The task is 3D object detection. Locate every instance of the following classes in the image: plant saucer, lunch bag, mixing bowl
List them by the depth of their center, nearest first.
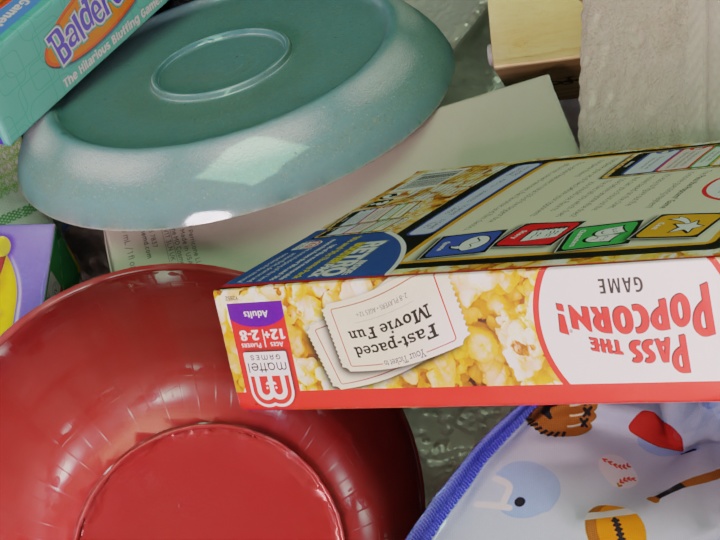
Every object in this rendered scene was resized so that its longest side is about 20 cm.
[{"bbox_3d":[0.084,0.126,0.681,0.123,0.171,0.200,28,63,20],"label":"lunch bag"},{"bbox_3d":[-0.060,0.098,0.700,0.198,0.108,0.202,0,90,-12],"label":"mixing bowl"},{"bbox_3d":[-0.058,-0.081,0.838,0.198,0.028,0.201,-13,29,7],"label":"plant saucer"}]

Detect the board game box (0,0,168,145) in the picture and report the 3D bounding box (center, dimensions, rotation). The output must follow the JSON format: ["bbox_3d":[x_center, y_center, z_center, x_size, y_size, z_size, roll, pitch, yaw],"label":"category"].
[{"bbox_3d":[-0.189,-0.135,0.896,0.199,0.045,0.152,14,48,34],"label":"board game box"}]

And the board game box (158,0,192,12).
[{"bbox_3d":[-0.126,-0.228,0.953,0.199,0.160,0.097,24,56,24],"label":"board game box"}]

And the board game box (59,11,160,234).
[{"bbox_3d":[-0.194,-0.068,0.937,0.151,0.037,0.200,28,64,23],"label":"board game box"}]

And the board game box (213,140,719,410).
[{"bbox_3d":[0.074,-0.002,0.646,0.199,0.047,0.151,-4,16,32],"label":"board game box"}]

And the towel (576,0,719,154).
[{"bbox_3d":[0.145,-0.131,0.754,0.132,0.034,0.202,-10,68,39],"label":"towel"}]

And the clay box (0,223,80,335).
[{"bbox_3d":[-0.223,0.042,0.798,0.198,0.048,0.116,-1,62,8],"label":"clay box"}]

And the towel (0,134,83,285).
[{"bbox_3d":[-0.202,0.001,0.861,0.148,0.031,0.201,-24,61,-3],"label":"towel"}]

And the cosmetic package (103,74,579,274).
[{"bbox_3d":[0.000,0.000,0.821,0.198,0.104,0.074,-17,56,-1],"label":"cosmetic package"}]

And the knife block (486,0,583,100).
[{"bbox_3d":[0.142,-0.137,0.838,0.174,0.064,0.202,-7,79,13],"label":"knife block"}]
